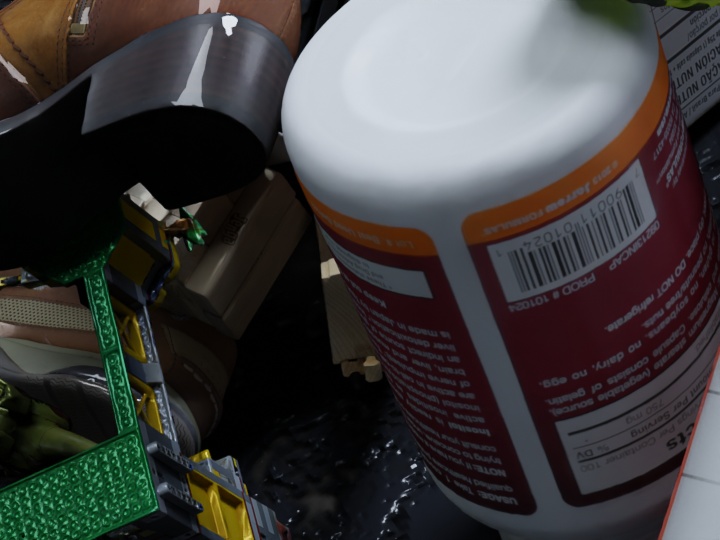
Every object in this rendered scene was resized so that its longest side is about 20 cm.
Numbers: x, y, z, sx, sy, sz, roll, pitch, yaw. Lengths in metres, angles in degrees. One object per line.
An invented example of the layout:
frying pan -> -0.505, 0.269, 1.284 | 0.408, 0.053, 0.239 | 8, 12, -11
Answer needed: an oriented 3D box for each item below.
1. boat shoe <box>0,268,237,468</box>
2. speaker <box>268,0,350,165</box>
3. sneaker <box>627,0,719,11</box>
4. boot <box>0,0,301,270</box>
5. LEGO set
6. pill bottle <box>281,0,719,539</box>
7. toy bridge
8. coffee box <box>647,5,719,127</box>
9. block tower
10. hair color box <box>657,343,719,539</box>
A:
boat shoe -> -0.134, 0.029, 1.004 | 0.200, 0.076, 0.072 | 16, 47, 25
speaker -> -0.047, -0.076, 1.000 | 0.081, 0.081, 0.200 | -40, 13, -20
sneaker -> 0.134, -0.132, 0.780 | 0.074, 0.084, 0.200 | 31, 38, 35
boot -> -0.092, -0.105, 0.873 | 0.188, 0.068, 0.200 | -17, 47, 33
LEGO set -> -0.115, 0.070, 0.903 | 0.200, 0.116, 0.154 | -32, 60, 11
pill bottle -> 0.057, 0.008, 0.829 | 0.113, 0.200, 0.113 | -13, 40, 11
toy bridge -> 0.000, 0.000, 0.960 | 0.027, 0.067, 0.200 | -8, 20, 1
coffee box -> 0.062, -0.176, 1.033 | 0.200, 0.198, 0.200 | -39, 41, -21
block tower -> -0.116, -0.045, 0.979 | 0.200, 0.054, 0.058 | 23, 73, 28
hair color box -> 0.162, 0.021, 0.780 | 0.101, 0.061, 0.200 | 14, 78, 28
